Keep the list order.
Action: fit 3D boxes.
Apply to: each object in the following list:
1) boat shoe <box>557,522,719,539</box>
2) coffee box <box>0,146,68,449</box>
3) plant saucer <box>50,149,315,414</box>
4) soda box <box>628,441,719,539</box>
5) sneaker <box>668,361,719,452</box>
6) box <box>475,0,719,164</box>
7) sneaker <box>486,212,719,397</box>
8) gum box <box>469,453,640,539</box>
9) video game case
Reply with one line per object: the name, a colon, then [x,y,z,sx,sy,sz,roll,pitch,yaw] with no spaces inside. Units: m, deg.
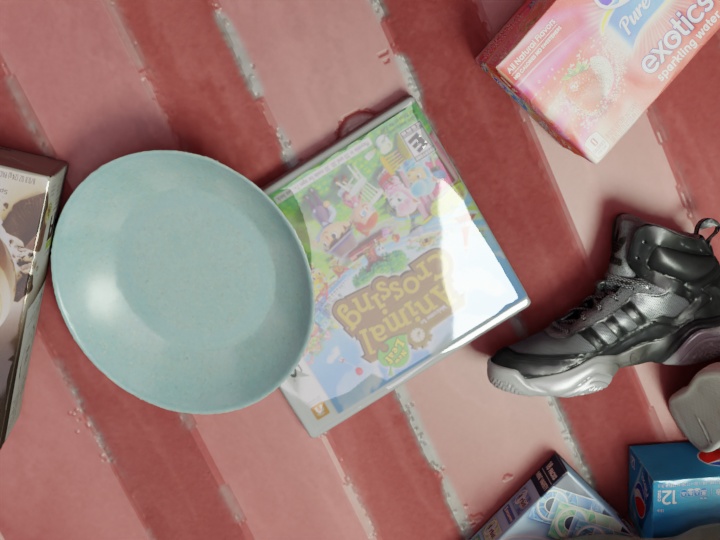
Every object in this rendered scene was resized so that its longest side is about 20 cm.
boat shoe: [0.207,0.227,0.890,0.197,0.075,0.061,-8,96,22]
coffee box: [-0.284,0.013,0.866,0.111,0.080,0.203,12,102,-8]
plant saucer: [-0.123,0.006,0.881,0.198,0.039,0.204,5,113,13]
soda box: [0.313,0.172,0.953,0.197,0.068,0.065,-3,105,-4]
sneaker: [0.293,0.077,0.878,0.099,0.200,0.071,-34,82,-8]
box: [0.185,-0.186,0.848,0.102,0.095,0.200,41,97,-11]
sneaker: [0.182,0.020,0.909,0.197,0.075,0.116,-12,103,-7]
gum box: [0.147,0.277,0.977,0.170,0.045,0.200,43,95,-11]
video game case: [0.000,0.000,0.915,0.198,0.022,0.183,-31,103,3]
